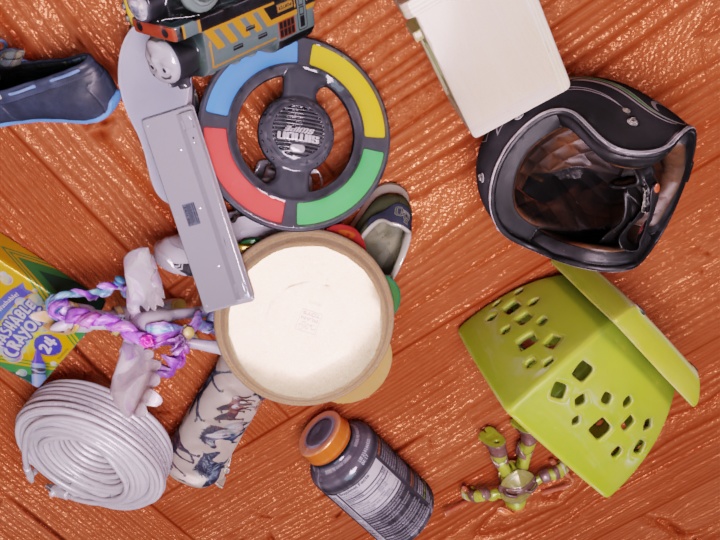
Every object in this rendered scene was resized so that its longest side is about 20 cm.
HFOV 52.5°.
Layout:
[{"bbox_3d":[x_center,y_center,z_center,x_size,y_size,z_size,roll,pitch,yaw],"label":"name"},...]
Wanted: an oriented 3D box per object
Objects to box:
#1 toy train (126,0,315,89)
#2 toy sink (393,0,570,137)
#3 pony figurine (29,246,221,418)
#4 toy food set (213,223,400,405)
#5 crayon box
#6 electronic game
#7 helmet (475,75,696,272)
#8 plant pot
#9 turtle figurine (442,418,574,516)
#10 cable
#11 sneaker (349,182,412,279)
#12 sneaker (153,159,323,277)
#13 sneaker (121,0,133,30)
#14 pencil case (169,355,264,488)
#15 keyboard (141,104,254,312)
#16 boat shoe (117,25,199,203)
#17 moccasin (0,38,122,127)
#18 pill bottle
[{"bbox_3d":[-0.118,-0.242,0.658,0.085,0.200,0.114,21,134,31],"label":"toy train"},{"bbox_3d":[0.098,-0.251,0.698,0.112,0.131,0.200,-27,118,9],"label":"toy sink"},{"bbox_3d":[-0.227,0.062,0.788,0.200,0.193,0.167,9,87,-44],"label":"pony figurine"},{"bbox_3d":[-0.055,0.048,0.781,0.199,0.049,0.199,3,100,-9],"label":"toy food set"},{"bbox_3d":[-0.419,0.033,0.842,0.200,0.052,0.126,38,108,-22],"label":"crayon box"},{"bbox_3d":[-0.066,-0.140,0.747,0.199,0.042,0.201,0,88,-15],"label":"electronic game"},{"bbox_3d":[0.222,-0.106,0.753,0.190,0.200,0.201,26,123,31],"label":"helmet"},{"bbox_3d":[0.265,0.110,0.877,0.181,0.200,0.199,-44,113,10],"label":"plant pot"},{"bbox_3d":[0.209,0.293,1.039,0.199,0.064,0.162,-12,119,1],"label":"turtle figurine"},{"bbox_3d":[-0.326,0.219,0.902,0.199,0.069,0.200,15,132,7],"label":"cable"},{"bbox_3d":[0.000,0.000,0.844,0.067,0.090,0.201,22,114,-18],"label":"sneaker"},{"bbox_3d":[-0.132,-0.059,0.812,0.199,0.075,0.115,-3,117,-9],"label":"sneaker"},{"bbox_3d":[-0.193,-0.314,0.672,0.082,0.078,0.201,-12,128,-4],"label":"sneaker"},{"bbox_3d":[-0.174,0.186,0.934,0.089,0.078,0.200,25,113,-17],"label":"pencil case"},{"bbox_3d":[-0.160,-0.058,0.722,0.056,0.011,0.201,-13,101,18],"label":"keyboard"},{"bbox_3d":[-0.192,-0.163,0.741,0.070,0.066,0.201,-3,130,3],"label":"boat shoe"},{"bbox_3d":[-0.330,-0.187,0.705,0.199,0.081,0.068,-2,141,8],"label":"moccasin"},{"bbox_3d":[0.004,0.275,0.985,0.106,0.106,0.200,-35,116,13],"label":"pill bottle"}]
